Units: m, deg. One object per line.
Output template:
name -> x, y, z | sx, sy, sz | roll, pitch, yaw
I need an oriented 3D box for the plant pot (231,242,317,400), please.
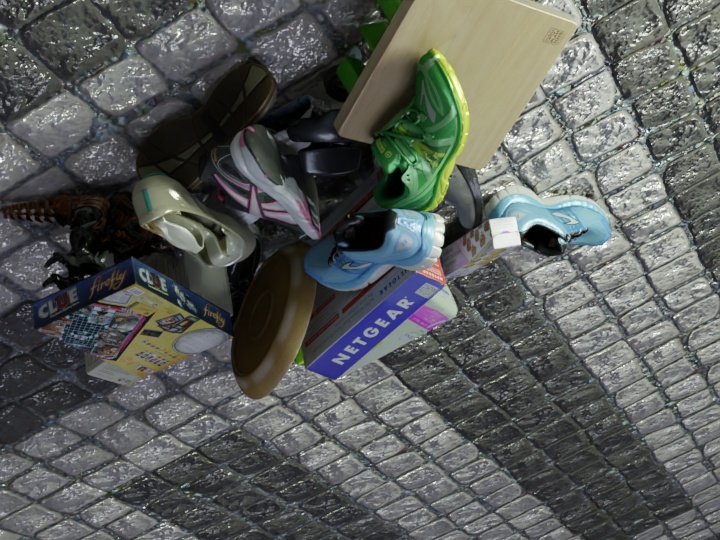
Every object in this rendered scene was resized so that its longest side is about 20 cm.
plant pot -> -0.111, 0.056, 1.453 | 0.027, 0.201, 0.200 | 20, 131, -22

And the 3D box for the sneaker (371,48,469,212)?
sneaker -> 0.057, -0.133, 1.232 | 0.083, 0.074, 0.201 | -11, 137, -22

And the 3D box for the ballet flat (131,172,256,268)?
ballet flat -> -0.177, -0.038, 1.324 | 0.069, 0.070, 0.200 | -33, 144, 18

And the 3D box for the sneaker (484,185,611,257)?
sneaker -> 0.259, -0.049, 1.619 | 0.199, 0.090, 0.078 | 5, 138, -31

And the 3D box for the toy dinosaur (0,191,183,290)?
toy dinosaur -> -0.299, -0.036, 1.359 | 0.199, 0.136, 0.102 | 3, 147, 11

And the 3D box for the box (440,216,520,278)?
box -> 0.153, -0.028, 1.580 | 0.041, 0.039, 0.200 | -6, 171, -18

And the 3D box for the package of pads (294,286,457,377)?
package of pads -> 0.016, 0.062, 1.558 | 0.199, 0.068, 0.154 | -29, 160, 12

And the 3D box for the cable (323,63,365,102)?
cable -> 0.058, -0.215, 1.365 | 0.199, 0.051, 0.097 | -6, 143, -1

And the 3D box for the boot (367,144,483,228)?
boot -> 0.078, -0.115, 1.491 | 0.131, 0.070, 0.200 | -15, 139, 5

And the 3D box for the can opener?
can opener -> 0.004, -0.156, 1.340 | 0.199, 0.063, 0.079 | -15, 118, -39

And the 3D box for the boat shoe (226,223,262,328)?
boat shoe -> -0.166, 0.019, 1.546 | 0.068, 0.057, 0.200 | -1, 141, -24

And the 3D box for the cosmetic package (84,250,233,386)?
cosmetic package -> -0.255, 0.051, 1.488 | 0.200, 0.104, 0.073 | -32, 143, 30

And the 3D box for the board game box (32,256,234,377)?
board game box -> -0.252, 0.057, 1.354 | 0.135, 0.035, 0.200 | -24, 152, 17

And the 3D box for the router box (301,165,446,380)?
router box -> 0.000, 0.000, 1.415 | 0.049, 0.180, 0.200 | 23, 129, -35

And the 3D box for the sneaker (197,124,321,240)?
sneaker -> -0.110, -0.092, 1.312 | 0.086, 0.081, 0.200 | -14, 148, 18

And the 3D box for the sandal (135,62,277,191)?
sandal -> -0.162, -0.148, 1.319 | 0.200, 0.080, 0.054 | -38, 163, 18

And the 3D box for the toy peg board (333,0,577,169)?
toy peg board -> 0.087, -0.230, 1.277 | 0.198, 0.098, 0.200 | 9, 129, -34

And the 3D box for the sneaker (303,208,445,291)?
sneaker -> -0.001, -0.035, 1.314 | 0.090, 0.079, 0.200 | 21, 154, -36

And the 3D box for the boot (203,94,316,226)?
boot -> -0.117, -0.126, 1.374 | 0.200, 0.074, 0.096 | -34, 138, 5
